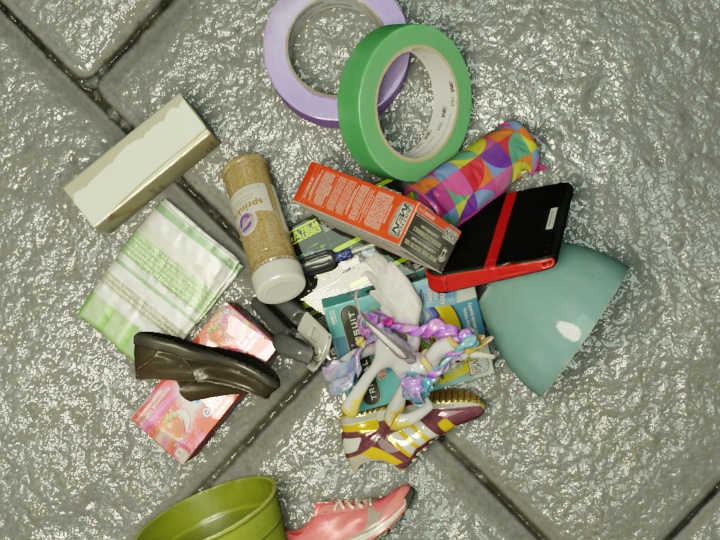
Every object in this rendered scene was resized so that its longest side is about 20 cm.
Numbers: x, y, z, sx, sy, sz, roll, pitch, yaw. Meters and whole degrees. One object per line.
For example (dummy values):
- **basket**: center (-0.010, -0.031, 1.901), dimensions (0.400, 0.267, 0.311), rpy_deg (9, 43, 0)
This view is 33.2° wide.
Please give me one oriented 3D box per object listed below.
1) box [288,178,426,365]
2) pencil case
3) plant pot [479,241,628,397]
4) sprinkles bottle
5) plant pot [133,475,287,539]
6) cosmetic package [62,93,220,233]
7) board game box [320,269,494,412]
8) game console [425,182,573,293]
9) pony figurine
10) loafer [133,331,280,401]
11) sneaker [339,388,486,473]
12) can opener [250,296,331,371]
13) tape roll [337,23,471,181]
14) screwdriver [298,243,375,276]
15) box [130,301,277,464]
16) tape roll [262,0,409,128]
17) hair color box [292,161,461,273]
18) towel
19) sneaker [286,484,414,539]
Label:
- **box**: center (0.000, 0.000, 1.633), dimensions (0.198, 0.048, 0.195), rpy_deg (-27, 85, 2)
- **pencil case**: center (0.150, -0.120, 1.584), dimensions (0.199, 0.088, 0.089), rpy_deg (-33, 87, -21)
- **plant pot**: center (0.232, 0.040, 1.549), dimensions (0.134, 0.200, 0.201), rpy_deg (35, 89, 6)
- **sprinkles bottle**: center (-0.129, -0.056, 1.589), dimensions (0.067, 0.068, 0.202), rpy_deg (-20, 61, 1)
- **plant pot**: center (-0.167, 0.400, 1.564), dimensions (0.198, 0.200, 0.195), rpy_deg (-20, 100, 1)
- **cosmetic package**: center (-0.290, -0.142, 1.620), dimensions (0.199, 0.104, 0.073), rpy_deg (-40, 88, 1)
- **board game box**: center (0.063, 0.086, 1.586), dimensions (0.197, 0.047, 0.153), rpy_deg (-16, 105, -2)
- **game console**: center (0.179, -0.043, 1.544), dimensions (0.175, 0.201, 0.031), rpy_deg (-10, 119, 22)
- **pony figurine**: center (0.043, 0.097, 1.496), dimensions (0.193, 0.167, 0.200), rpy_deg (39, 119, -9)
- **loafer**: center (-0.197, 0.132, 1.526), dimensions (0.197, 0.073, 0.072), rpy_deg (15, 93, 12)
- **sneaker**: center (0.073, 0.216, 1.614), dimensions (0.197, 0.075, 0.091), rpy_deg (-9, 96, 8)
- **can opener**: center (-0.100, 0.065, 1.560), dimensions (0.066, 0.200, 0.054), rpy_deg (19, 102, -36)
- **tape roll**: center (0.060, -0.219, 1.577), dimensions (0.199, 0.048, 0.203), rpy_deg (-10, 105, -38)
- **screwdriver**: center (0.003, -0.030, 1.594), dimensions (0.198, 0.029, 0.028), rpy_deg (-19, 86, 7)
- **box**: center (-0.200, 0.147, 1.606), dimensions (0.094, 0.103, 0.201), rpy_deg (39, 91, 4)
- **tape roll**: center (-0.031, -0.298, 1.636), dimensions (0.197, 0.066, 0.203), rpy_deg (0, 89, 2)
- **hair color box**: center (0.019, -0.068, 1.514), dimensions (0.199, 0.101, 0.062), rpy_deg (25, 87, 41)
- **towel**: center (-0.274, 0.024, 1.653), dimensions (0.149, 0.031, 0.201), rpy_deg (38, 92, 5)
- **sneaker**: center (-0.020, 0.334, 1.606), dimensions (0.199, 0.074, 0.087), rpy_deg (-35, 86, 0)
